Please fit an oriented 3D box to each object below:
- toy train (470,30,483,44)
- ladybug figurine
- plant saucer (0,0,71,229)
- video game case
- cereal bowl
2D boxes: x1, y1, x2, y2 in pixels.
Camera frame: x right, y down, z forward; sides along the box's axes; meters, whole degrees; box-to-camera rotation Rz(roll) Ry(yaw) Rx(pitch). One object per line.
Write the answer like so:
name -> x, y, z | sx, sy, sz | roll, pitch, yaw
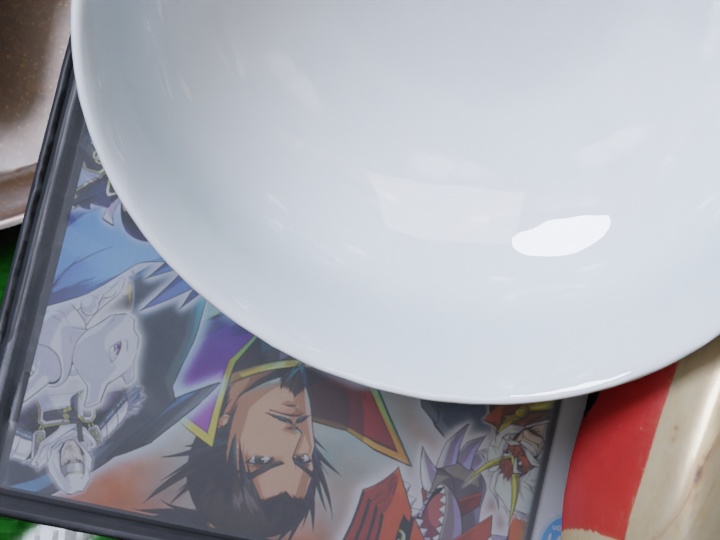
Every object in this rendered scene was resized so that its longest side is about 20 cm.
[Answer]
toy train -> 0.031, -0.180, 0.714 | 0.115, 0.085, 0.201 | 28, 83, -9
ladybug figurine -> 0.116, 0.038, 0.738 | 0.072, 0.136, 0.201 | 18, 78, 35
plant saucer -> -0.135, -0.109, 0.809 | 0.198, 0.034, 0.202 | 0, 85, 3
video game case -> 0.000, 0.000, 0.742 | 0.198, 0.025, 0.182 | 13, 95, -19
cereal bowl -> 0.029, -0.068, 0.662 | 0.198, 0.084, 0.201 | 5, 125, 7
